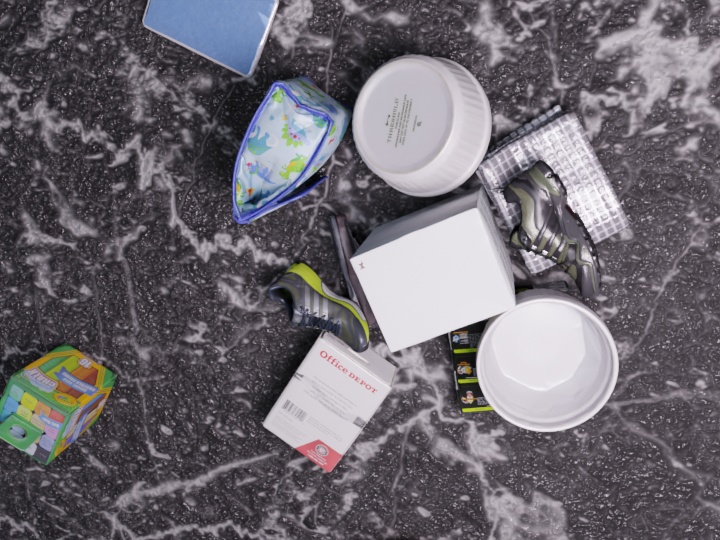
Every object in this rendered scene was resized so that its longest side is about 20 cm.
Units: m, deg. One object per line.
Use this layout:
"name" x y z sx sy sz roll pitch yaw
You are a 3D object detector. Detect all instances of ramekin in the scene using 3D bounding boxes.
"ramekin" 0.079 -0.209 0.960 0.199 0.094 0.206 1 92 28
"ramekin" 0.269 0.122 0.998 0.197 0.105 0.204 2 106 9

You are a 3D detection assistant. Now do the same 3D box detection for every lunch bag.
"lunch bag" -0.109 -0.169 0.997 0.127 0.170 0.201 35 109 -2

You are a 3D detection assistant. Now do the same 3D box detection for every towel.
"towel" 0.275 -0.116 0.986 0.164 0.086 0.202 -28 98 17

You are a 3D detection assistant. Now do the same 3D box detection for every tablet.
"tablet" -0.234 -0.401 1.047 0.198 0.014 0.132 26 109 2

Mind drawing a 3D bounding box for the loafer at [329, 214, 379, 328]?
"loafer" 0.000 0.000 1.093 0.062 0.072 0.203 -16 109 -5

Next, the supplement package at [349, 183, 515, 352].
"supplement package" 0.113 -0.010 0.988 0.189 0.200 0.149 -21 101 17

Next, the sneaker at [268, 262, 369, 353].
"sneaker" -0.068 0.071 1.080 0.199 0.081 0.075 36 136 25

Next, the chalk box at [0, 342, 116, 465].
"chalk box" -0.552 0.241 1.195 0.124 0.200 0.125 31 110 1

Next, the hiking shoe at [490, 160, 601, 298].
"hiking shoe" 0.260 -0.045 0.936 0.100 0.076 0.202 -26 91 23

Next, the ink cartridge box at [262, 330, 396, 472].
"ink cartridge box" -0.051 0.213 1.146 0.146 0.083 0.201 35 109 0

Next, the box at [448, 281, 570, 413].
"box" 0.243 0.126 1.082 0.197 0.048 0.196 -8 106 13
